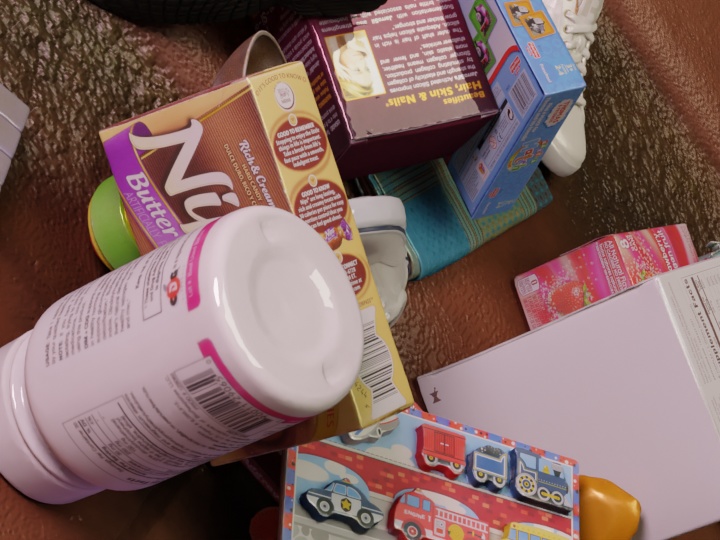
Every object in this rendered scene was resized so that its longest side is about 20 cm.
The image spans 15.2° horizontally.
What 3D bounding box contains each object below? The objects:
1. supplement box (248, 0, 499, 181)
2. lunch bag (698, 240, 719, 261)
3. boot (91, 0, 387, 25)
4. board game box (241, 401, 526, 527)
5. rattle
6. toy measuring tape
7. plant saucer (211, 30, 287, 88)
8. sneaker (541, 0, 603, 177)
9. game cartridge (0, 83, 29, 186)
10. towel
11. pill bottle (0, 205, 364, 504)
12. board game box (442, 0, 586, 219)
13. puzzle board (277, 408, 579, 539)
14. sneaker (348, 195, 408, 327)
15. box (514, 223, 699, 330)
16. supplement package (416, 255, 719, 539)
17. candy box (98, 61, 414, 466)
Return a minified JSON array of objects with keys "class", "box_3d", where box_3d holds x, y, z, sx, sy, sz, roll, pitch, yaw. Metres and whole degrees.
[{"class":"supplement box","box_3d":[-0.005,-0.167,1.732,0.110,0.086,0.200,-13,77,-26]},{"class":"lunch bag","box_3d":[0.292,0.073,2.004,0.160,0.077,0.200,-24,89,-53]},{"class":"boot","box_3d":[-0.076,-0.224,1.658,0.199,0.068,0.131,-2,73,-9]},{"class":"board game box","box_3d":[0.021,0.139,1.588,0.103,0.019,0.200,-42,90,-23]},{"class":"rattle","box_3d":[0.052,0.164,1.613,0.200,0.143,0.131,28,68,-47]},{"class":"toy measuring tape","box_3d":[-0.119,0.008,1.545,0.073,0.073,0.200,17,58,-45]},{"class":"plant saucer","box_3d":[-0.060,-0.043,1.614,0.200,0.032,0.201,-5,90,-79]},{"class":"sneaker","box_3d":[0.143,-0.171,1.949,0.073,0.085,0.200,12,62,-59]},{"class":"game cartridge","box_3d":[-0.272,-0.100,1.447,0.200,0.038,0.130,42,39,-28]},{"class":"towel","box_3d":[0.052,-0.082,1.846,0.200,0.022,0.147,-29,93,-55]},{"class":"pill bottle","box_3d":[-0.105,0.050,1.425,0.113,0.200,0.114,27,51,-40]},{"class":"board game box","box_3d":[0.068,-0.158,1.760,0.037,0.151,0.200,-15,66,-25]},{"class":"puzzle board","box_3d":[0.044,0.150,1.554,0.200,0.017,0.151,18,54,-24]},{"class":"sneaker","box_3d":[0.000,0.000,1.630,0.200,0.073,0.071,38,43,-76]},{"class":"box","box_3d":[0.199,0.077,1.872,0.100,0.095,0.200,-8,77,-51]},{"class":"supplement package","box_3d":[0.165,0.100,1.730,0.111,0.200,0.156,-15,82,-53]},{"class":"candy box","box_3d":[-0.057,-0.003,1.481,0.056,0.117,0.200,-24,96,-52]}]
